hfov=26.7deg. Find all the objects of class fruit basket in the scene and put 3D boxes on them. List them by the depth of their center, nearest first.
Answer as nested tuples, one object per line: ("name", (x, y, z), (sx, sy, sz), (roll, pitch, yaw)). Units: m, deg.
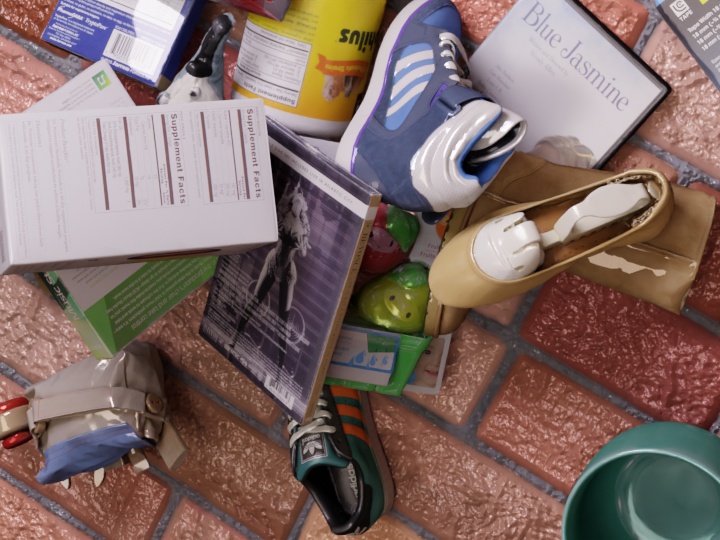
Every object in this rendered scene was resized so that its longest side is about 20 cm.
("fruit basket", (0.000, 0.000, 1.254), (0.183, 0.094, 0.202), (11, 113, -9))

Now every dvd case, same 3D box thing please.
("dvd case", (-0.060, -0.002, 1.204), (0.148, 0.016, 0.202), (37, 119, 40))
("dvd case", (0.138, -0.122, 1.245), (0.143, 0.018, 0.200), (44, 112, 9))

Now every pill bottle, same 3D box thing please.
("pill bottle", (-0.043, -0.184, 1.253), (0.108, 0.109, 0.202), (20, 108, 16))

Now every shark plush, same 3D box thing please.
("shark plush", (-0.142, -0.157, 1.255), (0.090, 0.200, 0.084), (15, 64, 3))

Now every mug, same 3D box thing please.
("mug", (0.256, 0.211, 1.215), (0.152, 0.114, 0.185), (-42, 85, 22))

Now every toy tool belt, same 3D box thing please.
("toy tool belt", (-0.254, 0.153, 1.398), (0.199, 0.125, 0.124), (-25, 83, 24))

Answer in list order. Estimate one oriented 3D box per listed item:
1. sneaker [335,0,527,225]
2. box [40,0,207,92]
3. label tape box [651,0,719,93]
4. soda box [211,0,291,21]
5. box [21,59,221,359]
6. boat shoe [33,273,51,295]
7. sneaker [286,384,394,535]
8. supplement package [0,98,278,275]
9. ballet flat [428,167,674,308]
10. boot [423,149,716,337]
("sneaker", (0.078, -0.130, 1.177), (0.145, 0.201, 0.081), (7, 149, 36))
("box", (-0.182, -0.267, 1.310), (0.120, 0.032, 0.202), (24, 89, 15))
("label tape box", (0.316, -0.197, 1.135), (0.144, 0.063, 0.201), (-38, 86, 24))
("soda box", (-0.133, -0.258, 1.205), (0.199, 0.070, 0.064), (24, 87, 42))
("box", (-0.211, -0.049, 1.233), (0.201, 0.144, 0.036), (57, 149, -11))
("boat shoe", (-0.209, -0.044, 1.381), (0.200, 0.063, 0.073), (-39, 73, 17))
("sneaker", (-0.031, 0.136, 1.328), (0.071, 0.080, 0.202), (-23, 92, 23))
("supplement package", (-0.174, -0.062, 1.146), (0.198, 0.114, 0.111), (-6, 88, -17))
("ballet flat", (0.143, -0.032, 1.140), (0.198, 0.063, 0.069), (-23, 74, -5))
("boot", (0.162, -0.005, 1.195), (0.198, 0.066, 0.177), (18, 89, 4))
